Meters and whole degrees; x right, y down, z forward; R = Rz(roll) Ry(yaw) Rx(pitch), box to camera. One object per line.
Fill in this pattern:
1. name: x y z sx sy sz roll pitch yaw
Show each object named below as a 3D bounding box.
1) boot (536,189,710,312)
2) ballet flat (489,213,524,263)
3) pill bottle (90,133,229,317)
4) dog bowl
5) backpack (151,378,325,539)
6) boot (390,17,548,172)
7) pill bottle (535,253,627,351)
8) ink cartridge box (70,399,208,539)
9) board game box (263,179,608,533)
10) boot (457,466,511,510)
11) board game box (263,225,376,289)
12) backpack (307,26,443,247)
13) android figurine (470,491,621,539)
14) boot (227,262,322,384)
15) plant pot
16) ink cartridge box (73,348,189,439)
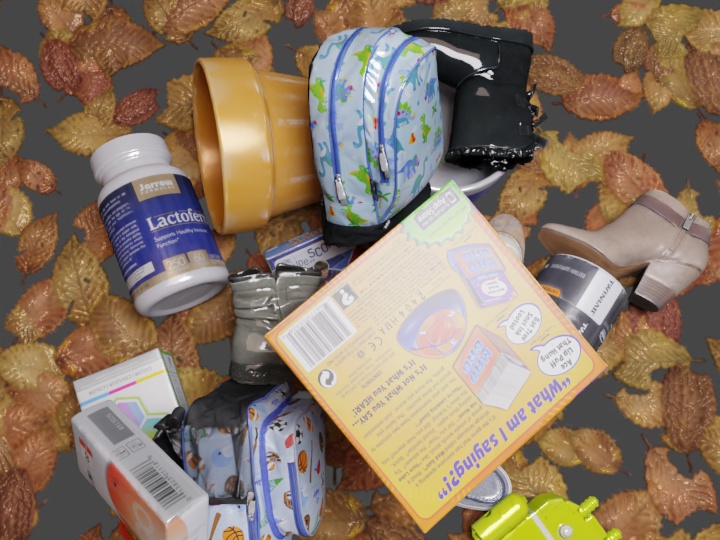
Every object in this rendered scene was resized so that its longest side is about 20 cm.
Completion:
1. boot: 0.346 -0.046 0.805 0.200 0.070 0.146 35 73 4
2. ballet flat: 0.164 0.014 0.779 0.068 0.067 0.201 20 78 2
3. pill bottle: -0.246 -0.055 0.755 0.115 0.116 0.201 -24 80 -7
4. dog bowl: 0.108 -0.184 0.814 0.199 0.079 0.201 0 78 -2
5. backpack: -0.113 0.221 0.671 0.153 0.200 0.192 4 93 13
6. boot: 0.121 -0.205 0.745 0.197 0.073 0.163 3 81 -2
7. pill bottle: 0.222 0.088 0.746 0.106 0.106 0.200 34 79 5
8. ink cartridge box: -0.215 0.248 0.607 0.162 0.201 0.050 29 33 32
9. board game box: 0.055 0.072 0.589 0.200 0.200 0.200 -39 89 -6
10. boot: 0.088 0.221 0.721 0.199 0.090 0.073 25 78 3
11. board game box: 0.000 0.000 0.760 0.199 0.034 0.136 -24 111 -8
12. backpack: 0.016 -0.145 0.640 0.163 0.153 0.201 -44 124 -42
13. android figurine: 0.209 0.343 0.719 0.200 0.041 0.182 -34 88 -7
14. boot: -0.053 0.060 0.714 0.199 0.068 0.131 3 96 -20
15. plant pot: -0.093 -0.154 0.755 0.182 0.200 0.201 -9 78 -20
16. ink cartridge box: -0.245 0.203 0.729 0.103 0.059 0.201 -21 79 -6
